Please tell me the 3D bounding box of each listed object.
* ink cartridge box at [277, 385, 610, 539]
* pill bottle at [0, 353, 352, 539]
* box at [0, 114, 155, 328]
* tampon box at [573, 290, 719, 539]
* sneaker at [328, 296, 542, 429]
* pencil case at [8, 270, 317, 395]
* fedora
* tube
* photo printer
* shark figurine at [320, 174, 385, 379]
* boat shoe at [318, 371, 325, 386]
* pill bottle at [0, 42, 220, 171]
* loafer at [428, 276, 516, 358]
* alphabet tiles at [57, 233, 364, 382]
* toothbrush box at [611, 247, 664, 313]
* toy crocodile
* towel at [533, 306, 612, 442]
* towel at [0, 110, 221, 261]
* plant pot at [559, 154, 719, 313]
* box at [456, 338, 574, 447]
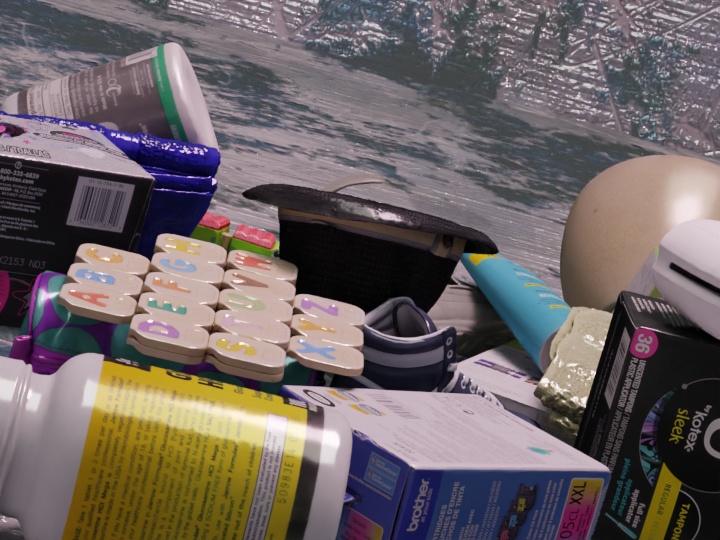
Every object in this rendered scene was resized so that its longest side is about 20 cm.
[{"bbox_3d":[0.031,0.127,1.454,0.199,0.077,0.136,7,14,-41],"label":"ink cartridge box"},{"bbox_3d":[-0.112,0.108,1.270,0.199,0.113,0.112,14,12,-7],"label":"pill bottle"},{"bbox_3d":[-0.269,-0.041,1.707,0.199,0.133,0.115,8,17,-33],"label":"box"},{"bbox_3d":[0.252,0.118,1.594,0.199,0.151,0.126,15,11,-1],"label":"tampon box"},{"bbox_3d":[0.062,0.080,1.632,0.199,0.109,0.070,6,15,-39],"label":"sneaker"},{"bbox_3d":[-0.121,0.064,1.532,0.199,0.086,0.093,15,21,-1],"label":"pencil case"},{"bbox_3d":[0.000,0.000,1.681,0.199,0.092,0.201,13,-2,0],"label":"fedora"},{"bbox_3d":[0.129,0.023,1.892,0.077,0.051,0.200,29,12,-29],"label":"tube"},{"bbox_3d":[0.299,0.023,1.554,0.199,0.070,0.166,8,15,-36],"label":"photo printer"},{"bbox_3d":[-0.031,0.025,1.787,0.127,0.090,0.216,-5,61,-24],"label":"shark figurine"},{"bbox_3d":[-0.116,0.044,1.676,0.198,0.067,0.074,17,12,9],"label":"boat shoe"},{"bbox_3d":[-0.222,-0.101,1.919,0.199,0.114,0.113,-18,11,4],"label":"pill bottle"},{"bbox_3d":[0.082,0.034,1.938,0.199,0.070,0.070,2,56,-49],"label":"loafer"},{"bbox_3d":[-0.091,0.021,1.522,0.194,0.015,0.200,13,19,-3],"label":"alphabet tiles"},{"bbox_3d":[0.293,0.079,1.871,0.199,0.086,0.146,31,12,-1],"label":"toothbrush box"},{"bbox_3d":[-0.124,-0.022,1.981,0.199,0.062,0.068,17,12,5],"label":"toy crocodile"},{"bbox_3d":[0.225,0.104,1.735,0.199,0.037,0.149,29,34,0],"label":"towel"},{"bbox_3d":[-0.221,-0.051,1.849,0.199,0.148,0.050,9,44,-27],"label":"towel"},{"bbox_3d":[0.255,0.022,2.020,0.199,0.201,0.135,17,38,8],"label":"plant pot"},{"bbox_3d":[0.151,0.102,1.832,0.144,0.037,0.200,20,14,19],"label":"box"}]
